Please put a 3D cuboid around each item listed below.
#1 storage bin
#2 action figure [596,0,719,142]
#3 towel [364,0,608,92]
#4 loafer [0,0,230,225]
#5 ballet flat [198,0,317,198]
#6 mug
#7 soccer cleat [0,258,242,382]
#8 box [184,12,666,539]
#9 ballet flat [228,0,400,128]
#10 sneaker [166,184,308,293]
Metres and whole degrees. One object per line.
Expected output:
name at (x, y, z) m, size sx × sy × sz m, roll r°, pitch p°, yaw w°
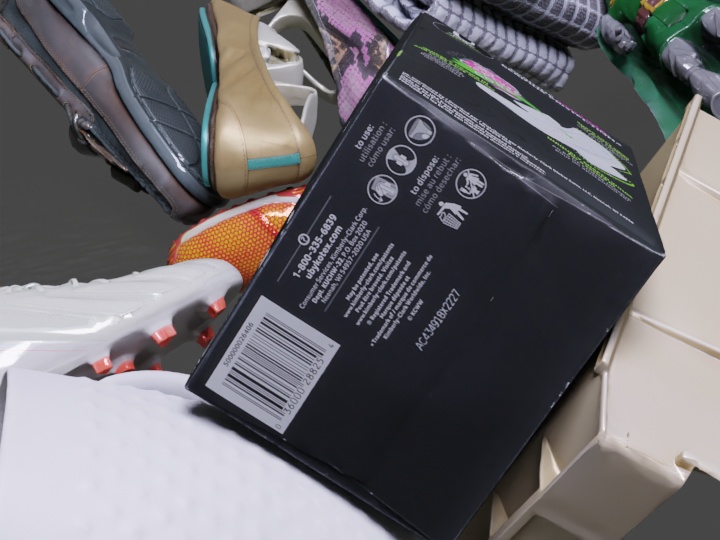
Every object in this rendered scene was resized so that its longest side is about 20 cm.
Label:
storage bin at (0.118, 0.062, 0.656) m, size 0.094 × 0.200 × 0.199 m, roll 30°, pitch 49°, yaw -2°
action figure at (0.180, -0.134, 0.832) m, size 0.118 × 0.055 × 0.200 m, roll -37°, pitch 30°, yaw 5°
towel at (0.050, -0.212, 0.918) m, size 0.165 × 0.086 × 0.200 m, roll 8°, pitch 40°, yaw -51°
loafer at (-0.141, -0.092, 0.826) m, size 0.200 × 0.063 × 0.072 m, roll 55°, pitch 16°, yaw 27°
ballet flat at (-0.056, -0.094, 0.812) m, size 0.063 × 0.069 × 0.200 m, roll -4°, pitch 32°, yaw -4°
mug at (-0.071, 0.111, 0.616) m, size 0.175 × 0.148 × 0.200 m, roll 12°, pitch 31°, yaw -15°
soccer cleat at (-0.149, 0.029, 0.698) m, size 0.200 × 0.069 × 0.078 m, roll -26°, pitch 73°, yaw -25°
box at (0.031, -0.008, 0.633) m, size 0.124 × 0.149 × 0.200 m, roll 33°, pitch 17°, yaw -3°
ballet flat at (-0.037, -0.161, 0.909) m, size 0.071 × 0.069 × 0.200 m, roll -31°, pitch 61°, yaw -6°
sneaker at (0.000, 0.000, 0.774) m, size 0.199 × 0.073 × 0.077 m, roll -1°, pitch 67°, yaw -11°
